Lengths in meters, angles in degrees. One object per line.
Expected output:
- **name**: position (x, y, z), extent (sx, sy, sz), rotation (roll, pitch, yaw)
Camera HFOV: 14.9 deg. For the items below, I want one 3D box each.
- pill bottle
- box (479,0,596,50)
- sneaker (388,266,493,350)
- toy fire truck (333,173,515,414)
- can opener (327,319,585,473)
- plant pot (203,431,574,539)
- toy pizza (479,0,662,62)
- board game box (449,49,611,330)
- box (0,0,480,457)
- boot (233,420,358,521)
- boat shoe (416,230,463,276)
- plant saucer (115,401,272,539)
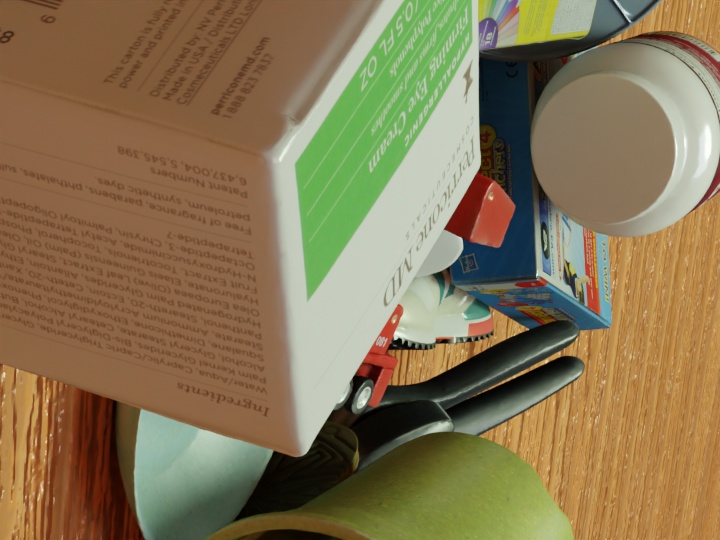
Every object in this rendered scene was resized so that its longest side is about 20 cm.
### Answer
- **pill bottle**: position (0.164, -0.081, 1.625), extent (0.200, 0.112, 0.114), rotation (-25, 128, -71)
- **box**: position (0.069, -0.177, 1.449), extent (0.200, 0.048, 0.118), rotation (-15, 121, -58)
- **sneaker**: position (0.026, 0.000, 1.662), extent (0.200, 0.070, 0.094), rotation (-3, 91, -67)
- **toy fire truck**: position (0.000, 0.000, 1.432), extent (0.200, 0.049, 0.142), rotation (16, 99, -64)
- **can opener**: position (0.058, 0.087, 1.700), extent (0.199, 0.079, 0.064), rotation (-22, 131, -29)
- **plant pot**: position (0.023, 0.181, 1.459), extent (0.184, 0.199, 0.202), rotation (-38, 140, -54)
- **toy pizza**: position (0.106, -0.211, 1.570), extent (0.032, 0.199, 0.201), rotation (-112, -162, -53)
- **board game box**: position (0.105, -0.074, 1.714), extent (0.196, 0.055, 0.202), rotation (30, 57, -70)
- **box**: position (-0.074, -0.069, 1.131), extent (0.172, 0.199, 0.199), rotation (88, 26, -45)
- **boot**: position (-0.063, 0.204, 1.570), extent (0.175, 0.066, 0.201), rotation (-40, 142, -38)
- **boat shoe**: position (0.000, -0.067, 1.529), extent (0.200, 0.071, 0.068), rotation (41, 32, -53)
- **plant saucer**: position (-0.084, 0.050, 1.428), extent (0.201, 0.038, 0.202), rotation (-50, 148, -47)
